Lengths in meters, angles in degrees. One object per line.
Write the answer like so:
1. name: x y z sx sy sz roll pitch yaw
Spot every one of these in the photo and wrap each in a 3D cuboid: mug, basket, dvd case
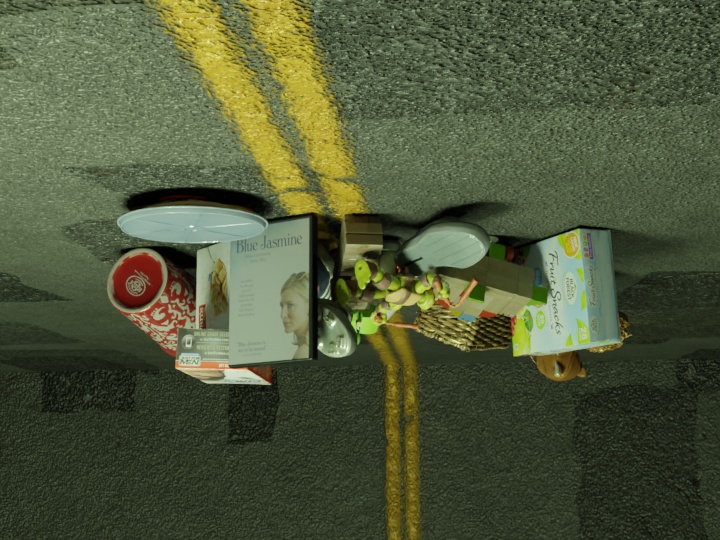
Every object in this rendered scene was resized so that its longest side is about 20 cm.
1. mug: -0.338 0.050 1.726 0.175 0.135 0.200 3 161 18
2. basket: 0.188 0.048 1.853 0.141 0.151 0.199 20 -171 30
3. dvd case: -0.121 0.029 1.458 0.141 0.203 0.017 -8 165 29

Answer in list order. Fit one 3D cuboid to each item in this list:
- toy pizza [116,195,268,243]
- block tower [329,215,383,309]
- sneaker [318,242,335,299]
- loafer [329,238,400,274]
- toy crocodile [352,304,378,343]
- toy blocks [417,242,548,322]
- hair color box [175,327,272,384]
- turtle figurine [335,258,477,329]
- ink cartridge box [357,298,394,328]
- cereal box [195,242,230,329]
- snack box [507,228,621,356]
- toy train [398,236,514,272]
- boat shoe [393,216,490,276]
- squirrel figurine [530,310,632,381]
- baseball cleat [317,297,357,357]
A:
1. toy pizza: -0.220 -0.070 1.394 0.197 0.032 0.200 -1 170 0
2. block tower: -0.007 -0.009 1.524 0.057 0.055 0.201 2 151 -9
3. sneaker: -0.082 0.027 1.692 0.084 0.075 0.201 -36 159 -13
4. loafer: 0.000 0.000 1.670 0.074 0.071 0.200 4 169 -22
5. toy crocodile: -0.061 0.088 1.709 0.197 0.062 0.068 -9 126 -5
6. toy blocks: 0.171 0.029 1.624 0.197 0.101 0.137 14 153 -10
7. hair color box: -0.202 0.133 1.600 0.109 0.065 0.200 1 167 6
8. turtle figurine: 0.056 0.024 1.483 0.160 0.065 0.199 14 155 -35
9. ink cartridge box: 0.064 0.054 1.852 0.197 0.058 0.163 -13 168 -8
10. cereal box: -0.186 0.025 1.591 0.039 0.146 0.199 9 165 -37
11. snack box: 0.306 0.038 1.620 0.067 0.171 0.199 1 169 -27
12. toy train: 0.143 -0.008 1.677 0.198 0.057 0.150 -7 168 32
13. boat shoe: 0.116 -0.046 1.461 0.074 0.067 0.199 46 152 -19
14. squirrel figurine: 0.386 0.104 1.928 0.198 0.190 0.141 -9 166 39
15. baseball cleat: -0.039 0.070 1.494 0.105 0.071 0.199 -3 -164 -33
